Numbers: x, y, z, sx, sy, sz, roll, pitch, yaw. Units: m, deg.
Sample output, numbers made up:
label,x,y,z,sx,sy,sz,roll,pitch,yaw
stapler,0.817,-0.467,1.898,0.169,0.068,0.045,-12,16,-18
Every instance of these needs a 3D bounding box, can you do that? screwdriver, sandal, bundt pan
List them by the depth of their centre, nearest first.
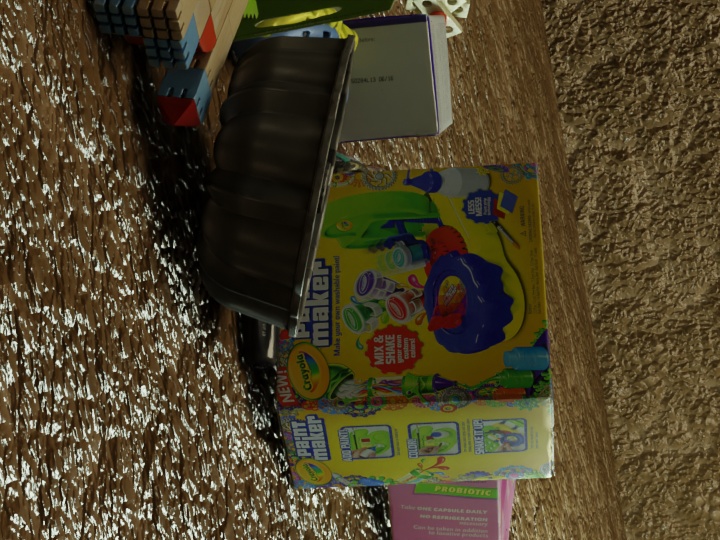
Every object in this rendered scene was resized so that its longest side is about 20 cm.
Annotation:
label,x,y,z,sx,sy,sz,roll,pitch,yaw
bundt pan,-0.058,-0.060,1.435,0.202,0.076,0.202,11,90,-89
screwdriver,-0.074,-0.022,1.564,0.028,0.029,0.200,59,22,-61
sandal,-0.047,-0.153,1.666,0.200,0.079,0.087,15,80,-73

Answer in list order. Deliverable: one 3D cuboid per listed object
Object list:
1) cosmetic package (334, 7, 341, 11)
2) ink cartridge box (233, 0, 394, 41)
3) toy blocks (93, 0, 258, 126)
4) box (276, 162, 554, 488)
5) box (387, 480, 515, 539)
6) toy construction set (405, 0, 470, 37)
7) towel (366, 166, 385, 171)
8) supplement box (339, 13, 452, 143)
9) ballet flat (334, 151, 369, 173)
label,x,y,z,sx,sy,sz,roll,pitch,yaw
cosmetic package,-0.025,-0.291,1.777,0.200,0.081,0.113,-72,150,-62
ink cartridge box,-0.040,-0.235,1.571,0.200,0.148,0.076,-74,152,-64
toy blocks,-0.116,-0.183,1.351,0.200,0.100,0.137,81,21,-50
box,0.040,0.041,1.605,0.122,0.193,0.200,82,6,-56
box,0.081,0.136,1.881,0.176,0.097,0.200,-79,167,-46
toy construction set,0.045,-0.322,2.203,0.131,0.092,0.200,67,8,-50
towel,0.015,0.012,1.921,0.200,0.036,0.148,-80,159,-57
supplement box,0.020,-0.164,1.868,0.200,0.101,0.103,-50,135,-80
ballet flat,0.000,0.000,1.771,0.072,0.072,0.200,-64,142,-70
